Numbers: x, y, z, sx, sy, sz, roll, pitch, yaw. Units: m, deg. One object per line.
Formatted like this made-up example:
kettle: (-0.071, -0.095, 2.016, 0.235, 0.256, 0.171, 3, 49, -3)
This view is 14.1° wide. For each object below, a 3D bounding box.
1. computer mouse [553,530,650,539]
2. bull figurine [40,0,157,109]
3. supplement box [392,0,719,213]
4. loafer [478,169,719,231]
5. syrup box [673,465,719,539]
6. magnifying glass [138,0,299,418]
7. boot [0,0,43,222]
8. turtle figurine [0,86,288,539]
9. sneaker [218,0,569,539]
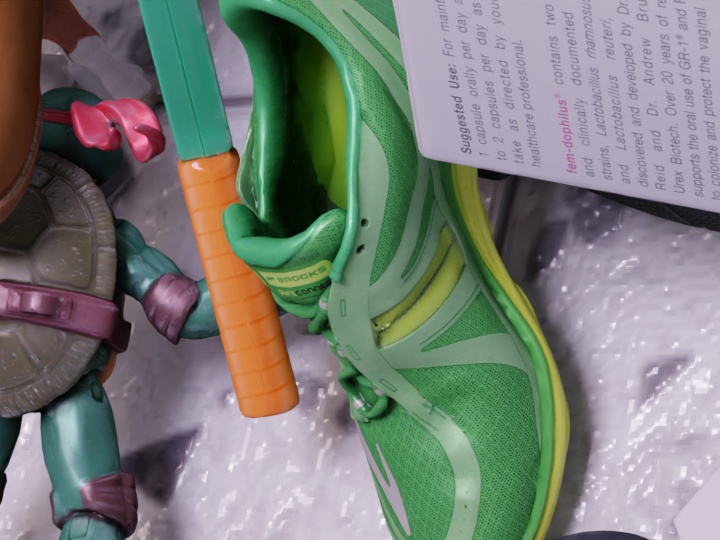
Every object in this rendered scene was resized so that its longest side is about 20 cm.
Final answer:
computer mouse: (0.053, 0.110, 0.720, 0.058, 0.200, 0.034, -3, 108, 7)
bull figurine: (-0.130, -0.109, 0.989, 0.065, 0.121, 0.201, -20, 57, 30)
supplement box: (0.116, -0.078, 0.737, 0.199, 0.103, 0.101, 10, 53, 20)
loafer: (0.066, -0.059, 0.849, 0.200, 0.072, 0.063, 14, 71, 43)
syrup box: (0.164, 0.034, 0.669, 0.200, 0.081, 0.079, -56, 36, 35)
magnifying glass: (-0.048, -0.055, 0.840, 0.022, 0.201, 0.080, -12, 13, -3)
boot: (-0.115, -0.125, 0.850, 0.155, 0.073, 0.200, 118, 153, -50)
turtle figurine: (-0.093, 0.019, 0.918, 0.149, 0.101, 0.201, 2, 77, 41)
sneaker: (0.000, 0.000, 0.819, 0.074, 0.083, 0.201, -3, 104, 49)
